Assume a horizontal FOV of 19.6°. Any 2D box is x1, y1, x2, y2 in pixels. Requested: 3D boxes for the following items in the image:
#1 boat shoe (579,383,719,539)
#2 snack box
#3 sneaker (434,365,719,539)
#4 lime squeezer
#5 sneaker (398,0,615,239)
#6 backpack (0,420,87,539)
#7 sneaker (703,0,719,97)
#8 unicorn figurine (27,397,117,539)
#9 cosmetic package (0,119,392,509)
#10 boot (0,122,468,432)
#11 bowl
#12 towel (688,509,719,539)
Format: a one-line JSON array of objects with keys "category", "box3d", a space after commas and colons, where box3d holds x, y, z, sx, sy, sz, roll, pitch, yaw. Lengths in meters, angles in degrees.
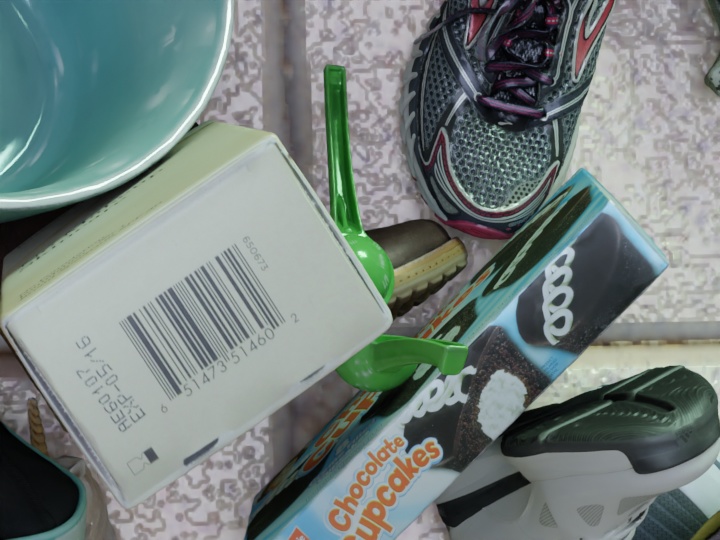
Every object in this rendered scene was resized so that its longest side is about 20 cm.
[{"category": "boat shoe", "box3d": [0.172, 0.109, 0.887, 0.200, 0.073, 0.067, 45, 64, -9]}, {"category": "snack box", "box3d": [0.034, 0.047, 0.822, 0.037, 0.116, 0.200, 44, 97, -5]}, {"category": "sneaker", "box3d": [0.096, 0.108, 0.806, 0.075, 0.200, 0.116, -22, 88, -23]}, {"category": "lime squeezer", "box3d": [0.000, 0.000, 0.793, 0.037, 0.201, 0.071, -10, 126, -7]}, {"category": "sneaker", "box3d": [0.068, -0.113, 0.874, 0.080, 0.075, 0.202, 12, 87, -6]}, {"category": "backpack", "box3d": [-0.192, 0.110, 0.731, 0.175, 0.199, 0.155, -2, 101, -39]}, {"category": "sneaker", "box3d": [0.151, -0.164, 0.890, 0.088, 0.077, 0.202, -21, 88, 2]}, {"category": "unicorn figurine", "box3d": [-0.118, 0.168, 0.850, 0.200, 0.074, 0.138, 46, 74, -17]}, {"category": "cosmetic package", "box3d": [-0.063, 0.006, 0.709, 0.103, 0.200, 0.073, -34, 101, -6]}, {"category": "boot", "box3d": [-0.067, -0.038, 0.860, 0.198, 0.072, 0.168, -18, 78, -21]}, {"category": "bowl", "box3d": [-0.157, -0.094, 0.770, 0.199, 0.105, 0.203, 12, 62, -23]}, {"category": "towel", "box3d": [0.193, 0.177, 0.855, 0.200, 0.144, 0.023, 40, 43, -6]}]
